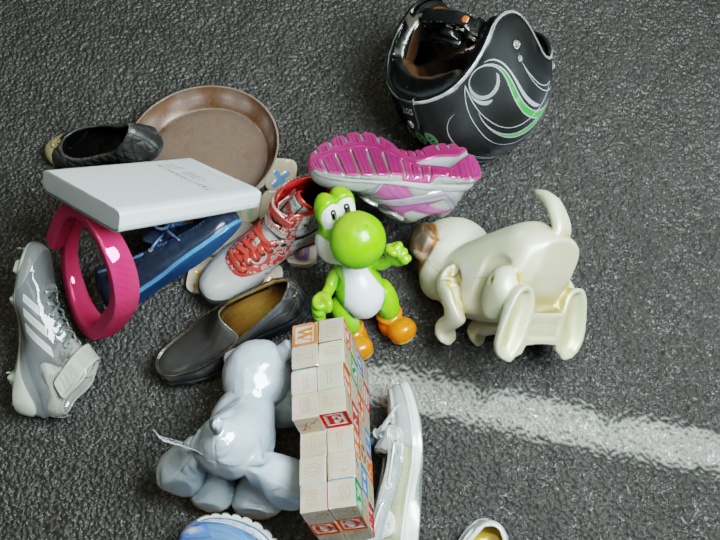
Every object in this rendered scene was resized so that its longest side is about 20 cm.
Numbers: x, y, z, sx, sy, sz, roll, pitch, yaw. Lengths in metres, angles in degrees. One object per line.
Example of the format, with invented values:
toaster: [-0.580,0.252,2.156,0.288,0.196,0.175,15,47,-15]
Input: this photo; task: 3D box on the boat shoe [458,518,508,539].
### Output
boat shoe: [0.099,0.349,0.843,0.074,0.086,0.203,29,74,13]

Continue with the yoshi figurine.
yoshi figurine: [0.001,0.008,0.914,0.111,0.201,0.113,0,34,30]

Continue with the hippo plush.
hippo plush: [-0.137,0.159,0.896,0.158,0.200,0.162,-15,44,28]

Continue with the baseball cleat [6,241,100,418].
baseball cleat: [-0.351,0.069,0.958,0.105,0.070,0.202,3,93,5]

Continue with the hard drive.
hard drive: [-0.226,-0.088,0.915,0.131,0.199,0.027,26,114,30]

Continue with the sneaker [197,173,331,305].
sneaker: [-0.112,-0.042,0.973,0.200,0.108,0.067,-31,71,-11]

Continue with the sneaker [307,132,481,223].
sneaker: [0.035,-0.097,0.951,0.198,0.089,0.082,7,43,-10]

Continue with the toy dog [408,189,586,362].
toy dog: [0.138,0.000,0.936,0.139,0.199,0.196,-8,107,-37]

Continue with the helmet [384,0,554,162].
helmet: [0.139,-0.230,1.014,0.199,0.190,0.202,-16,62,32]

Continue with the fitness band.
fitness band: [-0.305,-0.001,0.933,0.037,0.200,0.145,-20,80,-35]

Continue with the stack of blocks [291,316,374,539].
stack of blocks: [-0.029,0.166,0.865,0.058,0.116,0.201,-10,51,9]

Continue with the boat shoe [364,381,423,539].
boat shoe: [0.033,0.222,0.903,0.064,0.074,0.204,4,76,-2]

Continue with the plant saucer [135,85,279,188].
plant saucer: [-0.201,-0.151,1.063,0.198,0.035,0.202,-1,62,2]

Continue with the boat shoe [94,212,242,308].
boat shoe: [-0.235,-0.025,0.973,0.199,0.084,0.069,-32,85,6]

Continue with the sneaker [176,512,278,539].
sneaker: [-0.108,0.326,0.845,0.199,0.079,0.089,29,31,12]

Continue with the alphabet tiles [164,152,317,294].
alphabet tiles: [-0.149,-0.060,1.047,0.198,0.015,0.197,6,69,3]

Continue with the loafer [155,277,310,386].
loafer: [-0.156,0.064,0.962,0.199,0.072,0.073,-33,65,-5]

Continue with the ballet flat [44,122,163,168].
ballet flat: [-0.331,-0.164,1.039,0.198,0.057,0.067,0,66,32]
